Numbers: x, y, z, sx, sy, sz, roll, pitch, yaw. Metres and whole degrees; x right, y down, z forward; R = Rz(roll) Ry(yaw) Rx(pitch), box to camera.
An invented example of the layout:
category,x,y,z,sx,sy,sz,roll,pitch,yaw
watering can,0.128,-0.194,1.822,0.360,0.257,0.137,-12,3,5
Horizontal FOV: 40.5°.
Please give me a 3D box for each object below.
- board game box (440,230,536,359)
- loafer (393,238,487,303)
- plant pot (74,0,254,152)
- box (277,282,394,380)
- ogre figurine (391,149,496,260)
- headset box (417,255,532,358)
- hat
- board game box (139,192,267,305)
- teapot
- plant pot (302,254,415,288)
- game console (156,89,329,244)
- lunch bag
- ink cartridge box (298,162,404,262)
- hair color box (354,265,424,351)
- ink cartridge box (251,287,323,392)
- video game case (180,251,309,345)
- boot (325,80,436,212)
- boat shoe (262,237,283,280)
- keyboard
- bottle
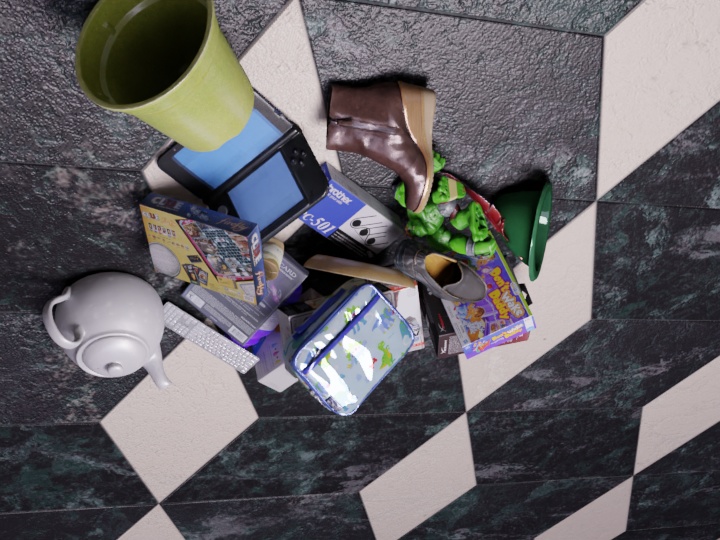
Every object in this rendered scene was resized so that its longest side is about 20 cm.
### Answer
category,x,y,z,sx,sy,sz,roll,pitch,yaw
board game box,0.209,0.040,1.725,0.133,0.202,0.045,-24,143,3
loafer,0.145,0.011,1.621,0.198,0.072,0.074,21,89,-35
plant pot,-0.232,-0.253,1.261,0.198,0.203,0.184,-26,151,12
box,-0.036,0.103,1.676,0.197,0.060,0.119,-14,108,-22
ogre figurine,0.132,-0.096,1.606,0.119,0.100,0.199,-15,140,44
headset box,0.218,0.065,1.805,0.196,0.150,0.078,-11,142,-6
hat,0.235,-0.093,1.703,0.173,0.166,0.203,10,120,17
board game box,-0.240,-0.034,1.502,0.197,0.035,0.137,17,134,21
teapot,-0.419,0.109,1.631,0.196,0.148,0.199,-4,139,-14
plant pot,0.000,0.000,1.661,0.197,0.199,0.028,11,90,-29
game console,-0.175,-0.140,1.457,0.199,0.173,0.118,-35,164,21
lunch bag,-0.021,0.123,1.611,0.200,0.082,0.161,-43,113,-11
ink cartridge box,-0.022,-0.092,1.618,0.094,0.045,0.199,-37,136,21
hair color box,0.056,0.080,1.833,0.109,0.065,0.202,-14,140,-2
ink cartridge box,-0.104,0.117,1.776,0.199,0.116,0.068,-35,138,20
video game case,-0.198,0.023,1.654,0.142,0.019,0.200,39,120,-9
boot,0.028,-0.185,1.476,0.163,0.073,0.204,-2,111,-9
boat shoe,-0.216,-0.035,1.575,0.196,0.067,0.075,13,141,11
keyboard,-0.274,0.121,1.744,0.199,0.011,0.056,34,135,-20
bottle,-0.183,0.076,1.739,0.082,0.066,0.200,18,130,-29
